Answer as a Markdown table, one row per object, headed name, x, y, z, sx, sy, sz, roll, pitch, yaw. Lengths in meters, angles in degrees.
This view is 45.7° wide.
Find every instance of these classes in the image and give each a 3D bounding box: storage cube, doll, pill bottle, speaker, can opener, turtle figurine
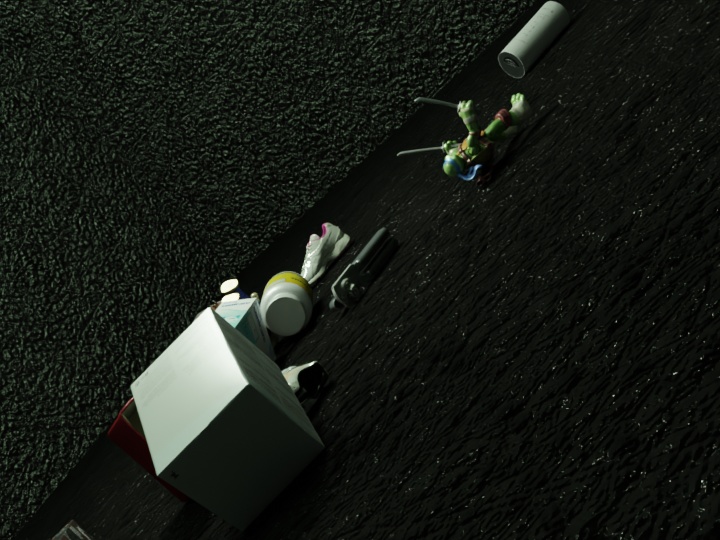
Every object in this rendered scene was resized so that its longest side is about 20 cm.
| name | x | y | z | sx | sy | sz | roll | pitch | yaw |
| --- | --- | --- | --- | --- | --- | --- | --- | --- | --- |
| storage cube | -0.277 | 0.244 | 1.369 | 0.171 | 0.200 | 0.180 | -51 | 5 | -30 |
| doll | -0.229 | 0.100 | 1.828 | 0.048 | 0.201 | 0.138 | -22 | 44 | 11 |
| pill bottle | -0.155 | 0.074 | 1.801 | 0.111 | 0.111 | 0.200 | -44 | 10 | 6 |
| speaker | 0.423 | -0.563 | 2.084 | 0.200 | 0.081 | 0.081 | -49 | 10 | -18 |
| can opener | 0.000 | 0.000 | 1.616 | 0.067 | 0.053 | 0.200 | -33 | 14 | 48 |
| turtle figurine | 0.192 | -0.258 | 1.519 | 0.193 | 0.145 | 0.200 | -30 | 46 | -25 |

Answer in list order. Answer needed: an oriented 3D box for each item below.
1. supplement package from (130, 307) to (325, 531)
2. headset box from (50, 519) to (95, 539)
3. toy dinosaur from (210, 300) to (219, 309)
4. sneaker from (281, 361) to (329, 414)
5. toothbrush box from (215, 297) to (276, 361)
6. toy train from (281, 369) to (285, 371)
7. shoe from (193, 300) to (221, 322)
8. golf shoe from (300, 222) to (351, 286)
| name | x | y | z | sx | sy | sz | roll | pitch | yaw |
| --- | --- | --- | --- | --- | --- | --- | --- | --- | --- |
| supplement package | -0.172 | 0.184 | 1.085 | 0.152 | 0.151 | 0.200 | -44 | 34 | 1 |
| headset box | -0.607 | 0.598 | 1.651 | 0.149 | 0.077 | 0.200 | -44 | 8 | 5 |
| toy dinosaur | -0.433 | 0.146 | 2.802 | 0.199 | 0.106 | 0.181 | -36 | 26 | -22 |
| sneaker | -0.116 | 0.199 | 1.217 | 0.080 | 0.074 | 0.201 | -32 | 17 | 46 |
| toothbrush box | -0.250 | 0.166 | 1.660 | 0.084 | 0.148 | 0.200 | -7 | 23 | 18 |
| toy train | -0.169 | 0.216 | 1.491 | 0.200 | 0.034 | 0.046 | -34 | 18 | 52 |
| shoe | -0.610 | 0.195 | 3.383 | 0.199 | 0.072 | 0.091 | -35 | 7 | 29 |
| golf shoe | -0.113 | -0.033 | 2.137 | 0.201 | 0.091 | 0.075 | -50 | 12 | -19 |
